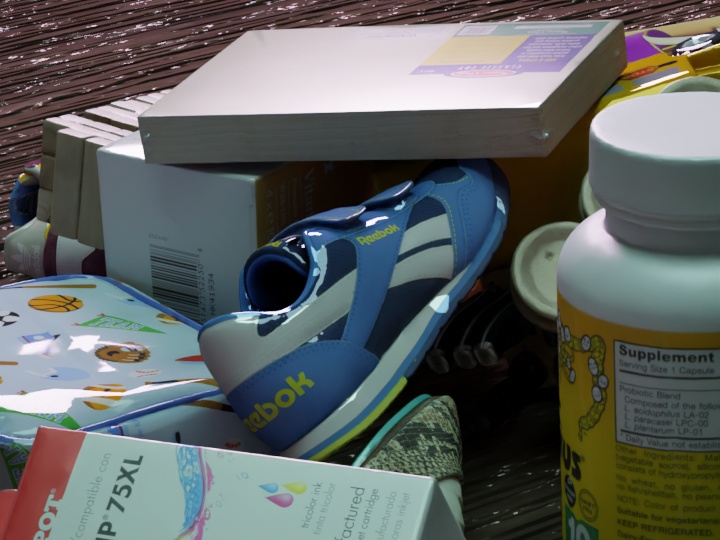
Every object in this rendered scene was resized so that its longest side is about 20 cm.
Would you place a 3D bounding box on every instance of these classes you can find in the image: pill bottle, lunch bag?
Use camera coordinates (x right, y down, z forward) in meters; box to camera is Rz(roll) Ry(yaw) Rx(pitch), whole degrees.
[{"bbox_3d":[0.134,0.036,1.127,0.113,0.200,0.113,-3,21,1],"label":"pill bottle"},{"bbox_3d":[-0.127,0.063,1.270,0.160,0.076,0.200,-13,22,-29],"label":"lunch bag"}]

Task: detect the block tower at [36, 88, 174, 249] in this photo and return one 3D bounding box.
[{"bbox_3d":[-0.085,-0.061,1.454,0.054,0.058,0.200,18,20,31],"label":"block tower"}]

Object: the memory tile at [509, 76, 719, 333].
[{"bbox_3d":[0.180,0.012,1.249,0.200,0.017,0.153,36,68,16],"label":"memory tile"}]

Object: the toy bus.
[{"bbox_3d":[0.108,-0.054,1.347,0.200,0.065,0.078,-18,13,3],"label":"toy bus"}]

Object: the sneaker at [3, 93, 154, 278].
[{"bbox_3d":[-0.145,-0.048,1.555,0.090,0.075,0.200,3,21,0],"label":"sneaker"}]

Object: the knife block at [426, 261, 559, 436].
[{"bbox_3d":[0.095,0.016,1.362,0.175,0.064,0.200,-21,14,-14],"label":"knife block"}]

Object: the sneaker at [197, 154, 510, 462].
[{"bbox_3d":[0.000,0.000,1.226,0.074,0.082,0.200,-43,8,45],"label":"sneaker"}]

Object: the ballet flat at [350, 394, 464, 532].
[{"bbox_3d":[-0.005,0.121,1.137,0.075,0.068,0.200,34,43,24],"label":"ballet flat"}]

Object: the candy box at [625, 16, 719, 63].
[{"bbox_3d":[0.219,-0.058,1.478,0.117,0.057,0.200,-12,43,-25],"label":"candy box"}]

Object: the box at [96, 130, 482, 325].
[{"bbox_3d":[-0.028,-0.025,1.412,0.097,0.125,0.200,12,26,33],"label":"box"}]

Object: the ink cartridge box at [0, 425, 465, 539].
[{"bbox_3d":[-0.072,0.127,1.031,0.200,0.067,0.116,6,61,20],"label":"ink cartridge box"}]

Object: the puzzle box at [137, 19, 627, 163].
[{"bbox_3d":[0.012,-0.084,1.326,0.200,0.025,0.133,0,22,23],"label":"puzzle box"}]
